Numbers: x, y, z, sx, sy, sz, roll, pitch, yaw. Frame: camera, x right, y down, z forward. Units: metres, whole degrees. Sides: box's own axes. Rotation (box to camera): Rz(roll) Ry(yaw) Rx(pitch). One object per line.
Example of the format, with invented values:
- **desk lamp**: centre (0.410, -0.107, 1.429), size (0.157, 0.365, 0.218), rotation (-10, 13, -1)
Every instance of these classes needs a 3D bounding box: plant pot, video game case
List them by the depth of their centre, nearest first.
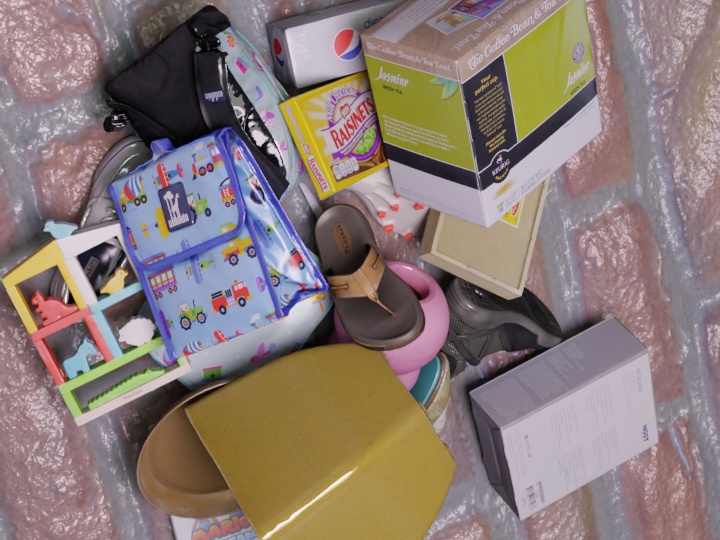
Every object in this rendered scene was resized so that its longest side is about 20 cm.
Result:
- **plant pot**: centre (-0.023, 0.190, 1.487), size (0.199, 0.196, 0.195), rotation (-36, 137, -5)
- **plant pot**: centre (-0.142, 0.181, 1.558), size (0.198, 0.028, 0.201), rotation (-15, 134, -16)
- **video game case**: centre (-0.119, 0.228, 1.641), size (0.198, 0.024, 0.184), rotation (-16, 107, -17)

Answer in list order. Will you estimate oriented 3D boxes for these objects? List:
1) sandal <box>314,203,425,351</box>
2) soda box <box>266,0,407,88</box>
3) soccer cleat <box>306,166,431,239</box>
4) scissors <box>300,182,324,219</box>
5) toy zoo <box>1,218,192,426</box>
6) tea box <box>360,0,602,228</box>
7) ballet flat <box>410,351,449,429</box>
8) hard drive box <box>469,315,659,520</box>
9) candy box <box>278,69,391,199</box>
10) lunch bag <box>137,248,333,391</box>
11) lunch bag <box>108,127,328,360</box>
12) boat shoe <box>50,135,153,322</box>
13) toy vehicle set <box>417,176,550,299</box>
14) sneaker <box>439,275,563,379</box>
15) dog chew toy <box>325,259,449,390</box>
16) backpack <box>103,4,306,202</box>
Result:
- **sandal**: centre (0.000, 0.000, 1.502), size (0.081, 0.201, 0.055), rotation (-27, 143, 6)
- **soda box**: centre (0.007, -0.249, 1.555), size (0.198, 0.068, 0.064), rotation (-17, 109, -16)
- **soccer cleat**: centre (0.014, -0.102, 1.597), size (0.069, 0.078, 0.199), rotation (-35, 134, 29)
- **scissors**: centre (-0.018, -0.010, 1.630), size (0.200, 0.014, 0.073), rotation (42, 87, -25)
- **toy zoo**: centre (-0.267, 0.039, 1.475), size (0.130, 0.020, 0.201), rotation (-26, 107, -5)
- **tea box**: centre (0.127, -0.188, 1.499), size (0.200, 0.133, 0.198), rotation (-39, 133, -31)
- **ballet flat**: centre (0.056, 0.174, 1.655), size (0.070, 0.071, 0.201), rotation (24, 113, -24)
- **hard drive box**: centre (0.238, 0.171, 1.712), size (0.199, 0.077, 0.157), rotation (-25, 129, -13)
- **candy box**: centre (-0.005, -0.147, 1.519), size (0.200, 0.026, 0.103), rotation (-32, 97, -55)
- **lunch bag**: centre (-0.132, 0.034, 1.563), size (0.160, 0.077, 0.201), rotation (40, 87, -23)
- **lunch bag**: centre (-0.147, -0.037, 1.432), size (0.094, 0.150, 0.202), rotation (-32, 99, -56)
- **boat shoe**: centre (-0.251, -0.038, 1.506), size (0.073, 0.065, 0.202), rotation (20, 95, -23)
- **toy vehicle set**: centre (0.143, -0.084, 1.625), size (0.123, 0.026, 0.202), rotation (25, 69, -24)
- **sneaker**: centre (0.141, 0.070, 1.683), size (0.198, 0.077, 0.114), rotation (10, 135, -46)
- **dog chew toy**: centre (0.018, 0.086, 1.597), size (0.123, 0.125, 0.201), rotation (5, 130, -22)
- **backpack**: centre (-0.137, -0.148, 1.475), size (0.166, 0.127, 0.201), rotation (-31, 103, 34)
